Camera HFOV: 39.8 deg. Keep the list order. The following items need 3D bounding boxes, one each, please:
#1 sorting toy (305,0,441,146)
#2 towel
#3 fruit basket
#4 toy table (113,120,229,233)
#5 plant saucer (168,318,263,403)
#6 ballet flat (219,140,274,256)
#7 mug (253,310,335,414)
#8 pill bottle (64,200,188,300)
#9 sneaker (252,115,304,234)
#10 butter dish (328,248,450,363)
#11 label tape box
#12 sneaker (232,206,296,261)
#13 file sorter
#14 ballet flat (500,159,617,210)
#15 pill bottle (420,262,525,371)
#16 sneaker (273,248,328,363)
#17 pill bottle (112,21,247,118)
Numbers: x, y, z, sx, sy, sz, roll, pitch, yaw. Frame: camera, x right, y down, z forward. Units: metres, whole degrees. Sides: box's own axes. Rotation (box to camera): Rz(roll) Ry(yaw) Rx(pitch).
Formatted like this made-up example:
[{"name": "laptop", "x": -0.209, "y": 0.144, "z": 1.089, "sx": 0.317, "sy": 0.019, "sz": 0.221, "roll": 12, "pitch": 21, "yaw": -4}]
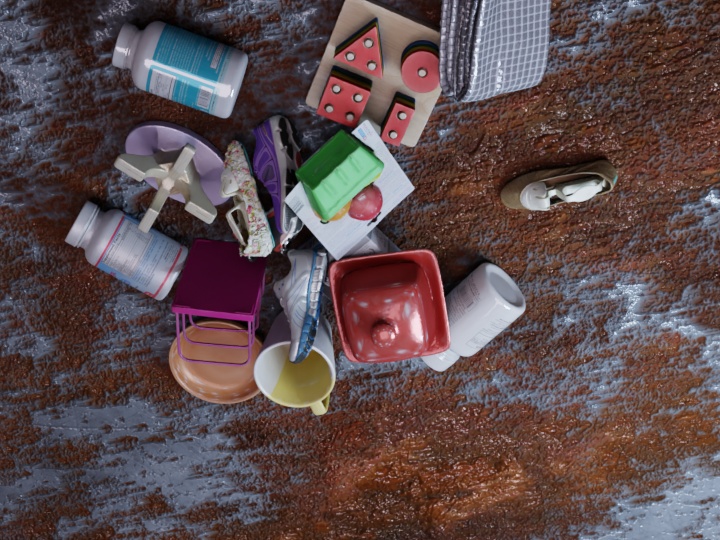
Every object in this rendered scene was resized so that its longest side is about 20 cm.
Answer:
[{"name": "sorting toy", "x": 0.034, "y": -0.307, "z": 1.586, "sx": 0.198, "sy": 0.070, "sz": 0.200, "roll": 21, "pitch": 122, "yaw": -9}, {"name": "towel", "x": 0.207, "y": -0.361, "z": 1.492, "sx": 0.164, "sy": 0.086, "sz": 0.202, "roll": -18, "pitch": 127, "yaw": -27}, {"name": "fruit basket", "x": -0.017, "y": -0.131, "z": 1.639, "sx": 0.185, "sy": 0.094, "sz": 0.200, "roll": -43, "pitch": 146, "yaw": -1}, {"name": "toy table", "x": -0.313, "y": -0.159, "z": 1.678, "sx": 0.198, "sy": 0.118, "sz": 0.185, "roll": 20, "pitch": 122, "yaw": -8}, {"name": "plant saucer", "x": -0.271, "y": 0.171, "z": 1.934, "sx": 0.198, "sy": 0.038, "sz": 0.202, "roll": 1, "pitch": 123, "yaw": 2}, {"name": "ballet flat", "x": -0.199, "y": -0.116, "z": 1.667, "sx": 0.063, "sy": 0.075, "sz": 0.202, "roll": -20, "pitch": 95, "yaw": -25}, {"name": "mug", "x": -0.117, "y": 0.161, "z": 1.847, "sx": 0.148, "sy": 0.154, "sz": 0.188, "roll": 10, "pitch": 124, "yaw": -3}, {"name": "pill bottle", "x": -0.415, "y": -0.039, "z": 1.765, "sx": 0.199, "sy": 0.109, "sz": 0.109, "roll": 30, "pitch": 120, "yaw": -14}, {"name": "sneaker", "x": -0.136, "y": -0.154, "z": 1.657, "sx": 0.083, "sy": 0.202, "sz": 0.080, "roll": -16, "pitch": 165, "yaw": 30}, {"name": "butter dish", "x": 0.045, "y": 0.084, "z": 1.701, "sx": 0.197, "sy": 0.148, "sz": 0.202, "roll": -7, "pitch": 110, "yaw": 10}, {"name": "label tape box", "x": 0.000, "y": 0.000, "z": 1.789, "sx": 0.143, "sy": 0.066, "sz": 0.200, "roll": -37, "pitch": 112, "yaw": 24}, {"name": "sneaker", "x": -0.127, "y": -0.072, "z": 1.728, "sx": 0.199, "sy": 0.077, "sz": 0.083, "roll": -24, "pitch": 81, "yaw": 27}, {"name": "file sorter", "x": -0.245, "y": 0.058, "z": 1.764, "sx": 0.137, "sy": 0.201, "sz": 0.126, "roll": 6, "pitch": 126, "yaw": 0}, {"name": "ballet flat", "x": 0.334, "y": -0.134, "z": 1.675, "sx": 0.198, "sy": 0.073, "sz": 0.068, "roll": -10, "pitch": 121, "yaw": 11}, {"name": "pill bottle", "x": 0.192, "y": 0.089, "z": 1.803, "sx": 0.114, "sy": 0.115, "sz": 0.200, "roll": 37, "pitch": 118, "yaw": -19}, {"name": "sneaker", "x": -0.111, "y": 0.058, "z": 1.712, "sx": 0.086, "sy": 0.075, "sz": 0.202, "roll": 9, "pitch": 83, "yaw": 6}, {"name": "pill bottle", "x": -0.285, "y": -0.324, "z": 1.573, "sx": 0.198, "sy": 0.111, "sz": 0.111, "roll": 19, "pitch": 122, "yaw": -8}]
